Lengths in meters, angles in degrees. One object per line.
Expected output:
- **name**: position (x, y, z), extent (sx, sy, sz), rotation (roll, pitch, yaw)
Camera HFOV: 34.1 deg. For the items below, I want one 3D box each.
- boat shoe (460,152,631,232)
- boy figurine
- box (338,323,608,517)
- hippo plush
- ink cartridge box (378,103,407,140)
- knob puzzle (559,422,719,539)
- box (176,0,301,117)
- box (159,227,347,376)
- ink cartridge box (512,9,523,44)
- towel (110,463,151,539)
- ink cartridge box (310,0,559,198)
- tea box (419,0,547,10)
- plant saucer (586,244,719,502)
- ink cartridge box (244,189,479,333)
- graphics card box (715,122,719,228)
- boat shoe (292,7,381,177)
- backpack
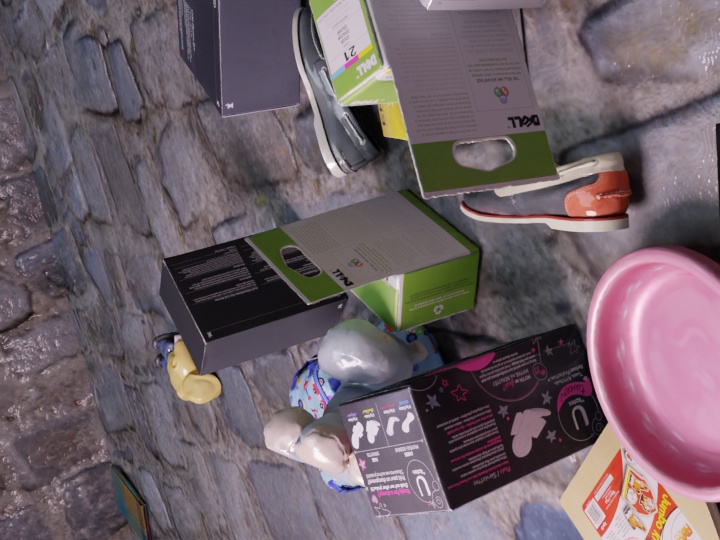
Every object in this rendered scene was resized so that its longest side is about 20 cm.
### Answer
- **boat shoe**: position (0.155, -0.071, 1.011), extent (0.200, 0.071, 0.063), rotation (11, 109, 60)
- **boy figurine**: position (-0.315, 0.177, 2.111), extent (0.200, 0.064, 0.125), rotation (32, 133, 53)
- **box**: position (0.105, 0.139, 1.075), extent (0.132, 0.199, 0.115), rotation (-25, 83, 57)
- **hippo plush**: position (0.018, 0.139, 1.189), extent (0.159, 0.162, 0.200), rotation (14, 166, 33)
- **ink cartridge box**: position (0.031, -0.227, 1.132), extent (0.200, 0.047, 0.199), rotation (-152, 49, -75)
- **knob puzzle**: position (0.266, 0.235, 1.022), extent (0.220, 0.030, 0.221), rotation (41, 139, 48)
- **box**: position (-0.149, -0.317, 1.406), extent (0.182, 0.104, 0.201), rotation (-124, 29, -47)
- **box**: position (-0.140, 0.034, 1.513), extent (0.141, 0.199, 0.079), rotation (57, 150, 31)
- **ink cartridge box**: position (0.079, -0.248, 1.084), extent (0.176, 0.045, 0.201), rotation (21, 123, 58)
- **towel**: position (-0.567, 0.587, 2.919), extent (0.200, 0.022, 0.147), rotation (35, 136, 49)
- **ink cartridge box**: position (0.058, -0.150, 0.938), extent (0.076, 0.147, 0.201), rotation (-25, 77, 54)
- **tea box**: position (0.095, -0.332, 0.859), extent (0.197, 0.133, 0.200), rotation (62, 140, 23)
- **plant saucer**: position (0.258, 0.076, 0.910), extent (0.200, 0.051, 0.202), rotation (38, 135, 50)
- **ink cartridge box**: position (0.000, 0.000, 1.214), extent (0.148, 0.199, 0.076), rotation (43, 142, 46)
- **graphics card box**: position (0.284, -0.006, 0.729), extent (0.051, 0.125, 0.201), rotation (25, 128, 57)
- **boat shoe**: position (-0.025, -0.208, 1.323), extent (0.062, 0.073, 0.201), rotation (-17, 81, 21)
- **backpack**: position (0.024, 0.150, 1.340), extent (0.200, 0.134, 0.183), rotation (-37, 73, 60)
